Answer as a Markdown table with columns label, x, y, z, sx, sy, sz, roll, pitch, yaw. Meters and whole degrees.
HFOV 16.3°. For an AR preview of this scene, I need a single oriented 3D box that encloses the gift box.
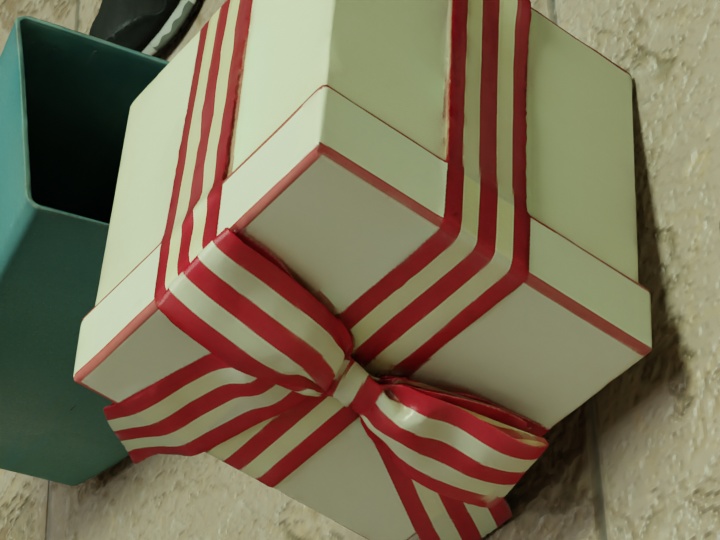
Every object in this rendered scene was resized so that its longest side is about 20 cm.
| label | x | y | z | sx | sy | sz | roll | pitch | yaw |
| --- | --- | --- | --- | --- | --- | --- | --- | --- | --- |
| gift box | 0.000 | 0.000 | 1.005 | 0.200 | 0.184 | 0.188 | -47 | 26 | 37 |

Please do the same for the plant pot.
| label | x | y | z | sx | sy | sz | roll | pitch | yaw |
| --- | --- | --- | --- | --- | --- | --- | --- | --- | --- |
| plant pot | -0.147 | 0.005 | 1.280 | 0.200 | 0.140 | 0.142 | -55 | 31 | 35 |

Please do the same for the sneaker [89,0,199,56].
| label | x | y | z | sx | sy | sz | roll | pitch | yaw |
| --- | --- | --- | --- | --- | --- | --- | --- | --- | --- |
| sneaker | -0.117 | -0.211 | 1.425 | 0.201 | 0.087 | 0.076 | -56 | 31 | 20 |
